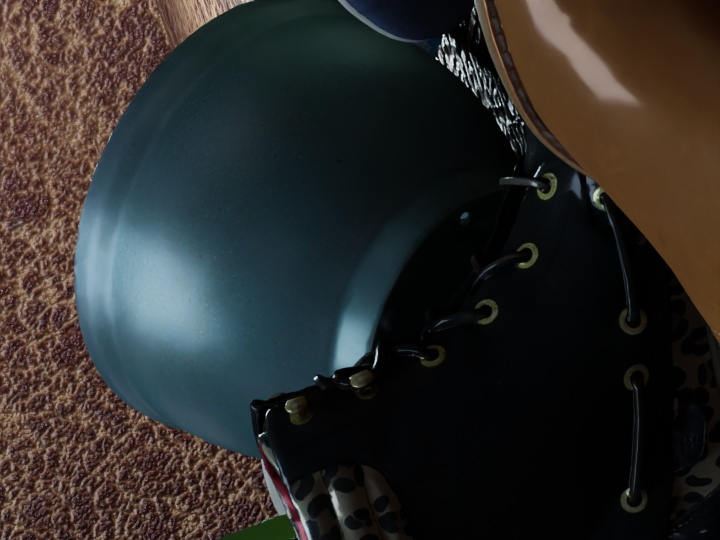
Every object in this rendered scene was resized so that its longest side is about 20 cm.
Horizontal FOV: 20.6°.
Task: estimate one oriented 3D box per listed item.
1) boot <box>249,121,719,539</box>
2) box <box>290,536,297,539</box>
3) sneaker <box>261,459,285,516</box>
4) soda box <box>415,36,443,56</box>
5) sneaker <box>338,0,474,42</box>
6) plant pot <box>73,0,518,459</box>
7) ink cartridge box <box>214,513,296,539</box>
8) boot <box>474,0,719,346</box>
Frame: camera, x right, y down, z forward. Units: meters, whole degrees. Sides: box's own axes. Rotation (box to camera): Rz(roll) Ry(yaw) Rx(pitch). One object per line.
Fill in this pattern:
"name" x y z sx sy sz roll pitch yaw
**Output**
"boot" 0.035 0.009 0.604 0.073 0.153 0.205 -173 63 -82
"box" 0.058 0.177 0.792 0.201 0.160 0.044 63 171 12
"sneaker" -0.016 0.091 1.030 0.094 0.070 0.201 -112 13 -61
"soda box" -0.039 -0.044 0.946 0.201 0.064 0.068 -64 29 16
"sneaker" 0.017 -0.146 0.688 0.084 0.075 0.200 43 164 40
"plant pot" 0.000 0.000 0.825 0.134 0.200 0.201 28 145 38
"ink cartridge box" 0.030 0.156 0.863 0.076 0.199 0.149 107 142 -79
"boot" 0.095 -0.024 0.403 0.201 0.073 0.155 59 175 -5
